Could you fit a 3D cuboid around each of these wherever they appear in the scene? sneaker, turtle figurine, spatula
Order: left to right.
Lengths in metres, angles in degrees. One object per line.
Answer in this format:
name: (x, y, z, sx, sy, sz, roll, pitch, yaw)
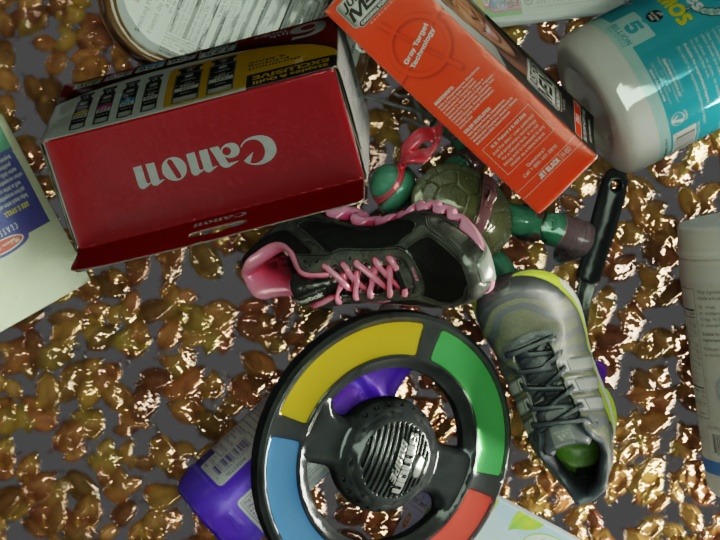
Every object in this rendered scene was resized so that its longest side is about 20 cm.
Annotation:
sneaker: (0.000, 0.000, 1.531, 0.095, 0.200, 0.079, -37, 121, -38)
turtle figurine: (0.064, -0.034, 1.599, 0.200, 0.101, 0.150, 28, 92, -20)
sneaker: (0.136, 0.080, 1.584, 0.074, 0.081, 0.200, -22, 127, 12)
spatula: (0.163, 0.023, 1.659, 0.056, 0.021, 0.201, 13, 91, -12)

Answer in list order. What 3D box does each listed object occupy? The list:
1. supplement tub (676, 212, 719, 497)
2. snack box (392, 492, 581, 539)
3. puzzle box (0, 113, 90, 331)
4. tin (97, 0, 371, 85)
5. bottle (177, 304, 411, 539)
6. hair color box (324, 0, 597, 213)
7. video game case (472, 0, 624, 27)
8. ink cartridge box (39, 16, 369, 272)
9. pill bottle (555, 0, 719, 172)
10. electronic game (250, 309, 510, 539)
supplement tub: (0.301, 0.058, 1.636, 0.131, 0.132, 0.201, -8, 96, -11)
snack box: (0.109, 0.248, 1.647, 0.200, 0.053, 0.143, 29, 86, -12)
puzzle box: (-0.298, -0.003, 1.541, 0.200, 0.025, 0.133, -30, 99, -18)
tin: (-0.086, -0.176, 1.585, 0.199, 0.042, 0.112, 23, 85, -12)
bottle: (-0.037, 0.107, 1.591, 0.200, 0.084, 0.065, -44, 107, -7)
hair color box: (0.070, -0.138, 1.544, 0.200, 0.102, 0.061, 42, 107, -11)
video game case: (0.090, -0.273, 1.623, 0.181, 0.022, 0.201, -8, 96, -11)
ink cartridge box: (-0.098, -0.085, 1.488, 0.199, 0.176, 0.084, -14, 111, 5)
pill bottle: (0.247, -0.159, 1.619, 0.200, 0.111, 0.111, -28, 99, -10)
electronic game: (0.016, 0.125, 1.550, 0.199, 0.042, 0.201, -6, 103, -29)
